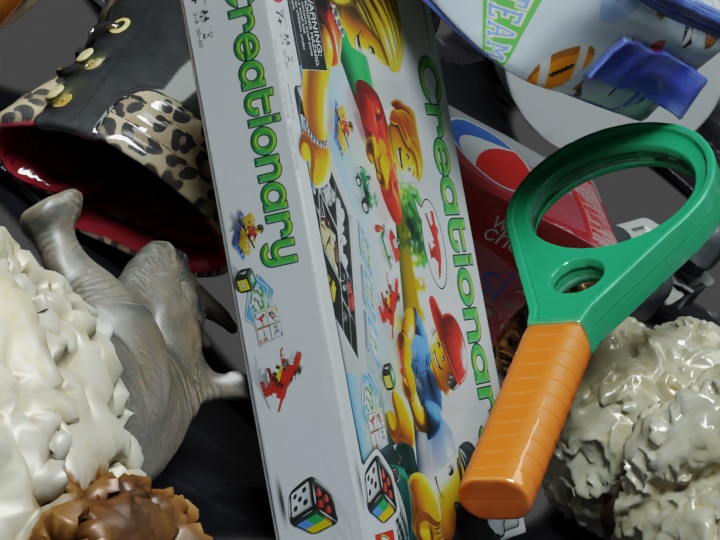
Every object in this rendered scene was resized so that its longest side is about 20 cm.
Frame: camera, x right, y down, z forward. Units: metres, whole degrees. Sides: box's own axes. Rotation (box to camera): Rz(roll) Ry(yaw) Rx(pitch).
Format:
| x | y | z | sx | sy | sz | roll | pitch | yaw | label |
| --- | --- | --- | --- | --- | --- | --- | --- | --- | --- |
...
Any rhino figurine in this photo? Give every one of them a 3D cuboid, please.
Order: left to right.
| x | y | z | sx | sy | sz | roll | pitch | yaw | label |
| --- | --- | --- | --- | --- | --- | --- | --- | --- | --- |
| -0.089 | 0.026 | 0.692 | 0.088 | 0.060 | 0.200 | 63 | 25 | 9 | rhino figurine |

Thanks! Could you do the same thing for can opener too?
| x | y | z | sx | sy | sz | roll | pitch | yaw | label |
| --- | --- | --- | --- | --- | --- | --- | --- | --- | --- |
| 0.136 | -0.011 | 1.142 | 0.053 | 0.067 | 0.200 | 43 | 20 | 15 | can opener |

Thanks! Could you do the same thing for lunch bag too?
| x | y | z | sx | sy | sz | roll | pitch | yaw | label |
| --- | --- | --- | --- | --- | --- | --- | --- | --- | --- |
| 0.062 | -0.125 | 0.854 | 0.160 | 0.076 | 0.200 | 47 | 16 | 16 | lunch bag |

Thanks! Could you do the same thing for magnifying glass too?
| x | y | z | sx | sy | sz | roll | pitch | yaw | label |
| --- | --- | --- | --- | --- | --- | --- | --- | --- | --- |
| 0.075 | 0.012 | 0.819 | 0.200 | 0.079 | 0.022 | -61 | 138 | -47 | magnifying glass |

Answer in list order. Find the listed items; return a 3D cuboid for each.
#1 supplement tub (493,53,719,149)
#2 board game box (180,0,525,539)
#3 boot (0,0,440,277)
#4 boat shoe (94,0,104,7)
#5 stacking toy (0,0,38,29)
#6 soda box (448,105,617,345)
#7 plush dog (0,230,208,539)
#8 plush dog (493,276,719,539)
| x | y | z | sx | sy | sz | roll | pitch | yaw | label |
| --- | --- | --- | --- | --- | --- | --- | --- | --- | --- |
| 0.145 | -0.152 | 1.352 | 0.140 | 0.140 | 0.200 | 35 | 21 | -9 | supplement tub |
| 0.000 | 0.000 | 0.776 | 0.126 | 0.035 | 0.200 | -6 | 85 | -64 | board game box |
| -0.086 | -0.096 | 0.855 | 0.200 | 0.073 | 0.151 | 32 | 57 | 2 | boot |
| -0.085 | -0.139 | 1.031 | 0.200 | 0.074 | 0.067 | 38 | 23 | 0 | boat shoe |
| -0.173 | -0.076 | 0.724 | 0.146 | 0.146 | 0.200 | 30 | 39 | -21 | stacking toy |
| 0.011 | -0.035 | 0.976 | 0.200 | 0.070 | 0.063 | 26 | 27 | -28 | soda box |
| -0.108 | 0.060 | 0.405 | 0.200 | 0.172 | 0.160 | 49 | 22 | 26 | plush dog |
| 0.128 | 0.078 | 0.889 | 0.172 | 0.161 | 0.200 | 34 | -11 | 38 | plush dog |
